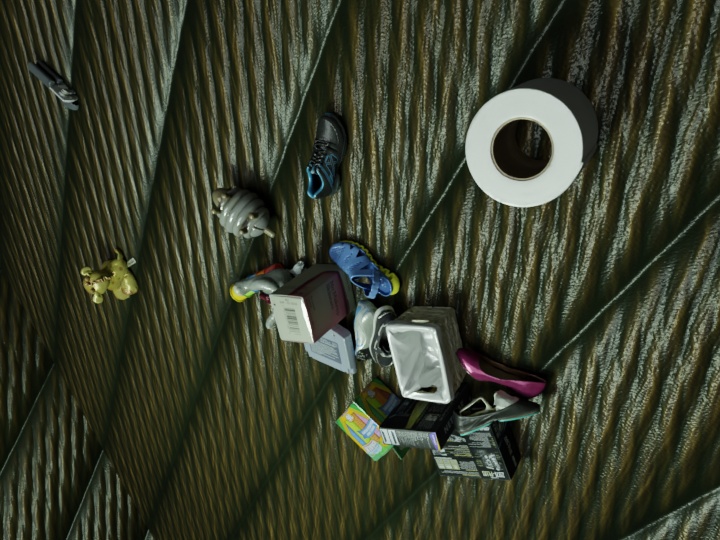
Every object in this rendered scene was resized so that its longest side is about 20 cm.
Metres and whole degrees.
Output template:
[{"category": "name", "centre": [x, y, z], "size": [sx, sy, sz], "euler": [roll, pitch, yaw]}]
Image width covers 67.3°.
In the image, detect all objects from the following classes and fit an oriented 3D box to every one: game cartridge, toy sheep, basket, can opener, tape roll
[{"category": "game cartridge", "centre": [-0.090, 0.198, 1.489], "size": [0.199, 0.041, 0.134], "euler": [14, 117, 46]}, {"category": "toy sheep", "centre": [-0.308, -0.148, 1.427], "size": [0.200, 0.138, 0.138], "euler": [41, 130, 3]}, {"category": "basket", "centre": [0.162, 0.193, 1.284], "size": [0.135, 0.123, 0.201], "euler": [-1, 112, 35]}, {"category": "can opener", "centre": [-0.971, -0.585, 1.706], "size": [0.200, 0.053, 0.067], "euler": [44, 131, 8]}, {"category": "tape roll", "centre": [0.304, -0.229, 0.960], "size": [0.202, 0.139, 0.204], "euler": [15, 121, 27]}]

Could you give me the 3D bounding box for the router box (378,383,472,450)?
[{"category": "router box", "centre": [0.161, 0.347, 1.313], "size": [0.157, 0.200, 0.052], "euler": [-7, 109, 37]}]

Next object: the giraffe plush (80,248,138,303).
[{"category": "giraffe plush", "centre": [-0.895, 0.036, 1.899], "size": [0.173, 0.162, 0.200], "euler": [48, 131, 4]}]

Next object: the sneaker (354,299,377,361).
[{"category": "sneaker", "centre": [0.016, 0.160, 1.414], "size": [0.073, 0.071, 0.201], "euler": [-114, 22, -47]}]

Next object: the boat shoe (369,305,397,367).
[{"category": "boat shoe", "centre": [0.067, 0.181, 1.358], "size": [0.060, 0.073, 0.201], "euler": [-115, 23, -50]}]

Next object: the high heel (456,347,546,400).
[{"category": "high heel", "centre": [0.319, 0.221, 1.230], "size": [0.199, 0.067, 0.096], "euler": [32, 132, 1]}]

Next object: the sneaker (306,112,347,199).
[{"category": "sneaker", "centre": [-0.082, -0.259, 1.246], "size": [0.073, 0.082, 0.201], "euler": [19, 121, 27]}]

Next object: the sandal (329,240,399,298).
[{"category": "sandal", "centre": [0.000, 0.000, 1.321], "size": [0.200, 0.087, 0.080], "euler": [35, 130, 17]}]

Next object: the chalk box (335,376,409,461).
[{"category": "chalk box", "centre": [0.058, 0.419, 1.471], "size": [0.200, 0.125, 0.124], "euler": [41, 130, 8]}]

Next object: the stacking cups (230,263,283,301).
[{"category": "stacking cups", "centre": [-0.298, 0.035, 1.558], "size": [0.200, 0.060, 0.061], "euler": [-24, 98, 40]}]

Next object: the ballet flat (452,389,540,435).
[{"category": "ballet flat", "centre": [0.298, 0.313, 1.215], "size": [0.199, 0.068, 0.069], "euler": [-22, 87, 16]}]

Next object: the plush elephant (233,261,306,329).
[{"category": "plush elephant", "centre": [-0.214, 0.084, 1.454], "size": [0.199, 0.165, 0.155], "euler": [-27, 58, 22]}]

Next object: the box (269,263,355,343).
[{"category": "box", "centre": [-0.116, 0.079, 1.364], "size": [0.109, 0.200, 0.128], "euler": [2, 114, 33]}]

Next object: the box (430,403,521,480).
[{"category": "box", "centre": [0.273, 0.425, 1.351], "size": [0.199, 0.086, 0.164], "euler": [-13, 105, 38]}]
